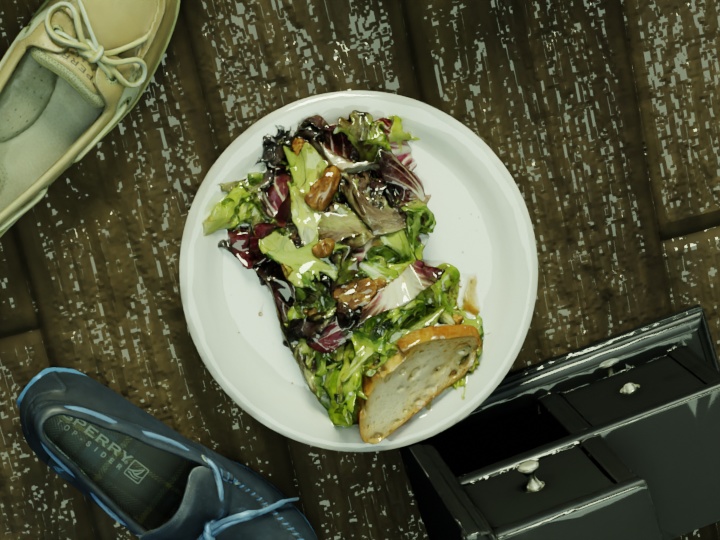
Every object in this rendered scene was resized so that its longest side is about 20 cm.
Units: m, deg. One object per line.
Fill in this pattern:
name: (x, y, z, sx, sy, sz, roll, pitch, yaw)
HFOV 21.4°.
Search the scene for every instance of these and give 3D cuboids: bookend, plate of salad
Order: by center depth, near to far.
bookend: (0.138, 0.116, 1.039, 0.198, 0.200, 0.092, -20, 106, -4)
plate of salad: (0.000, 0.000, 1.049, 0.199, 0.048, 0.201, 0, 89, -3)

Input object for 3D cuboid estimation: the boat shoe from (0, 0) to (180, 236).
boat shoe: (-0.167, -0.086, 1.009, 0.073, 0.063, 0.201, 43, 93, -16)

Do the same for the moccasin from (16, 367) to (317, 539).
moccasin: (-0.109, 0.132, 1.066, 0.200, 0.068, 0.081, 31, 96, -15)
